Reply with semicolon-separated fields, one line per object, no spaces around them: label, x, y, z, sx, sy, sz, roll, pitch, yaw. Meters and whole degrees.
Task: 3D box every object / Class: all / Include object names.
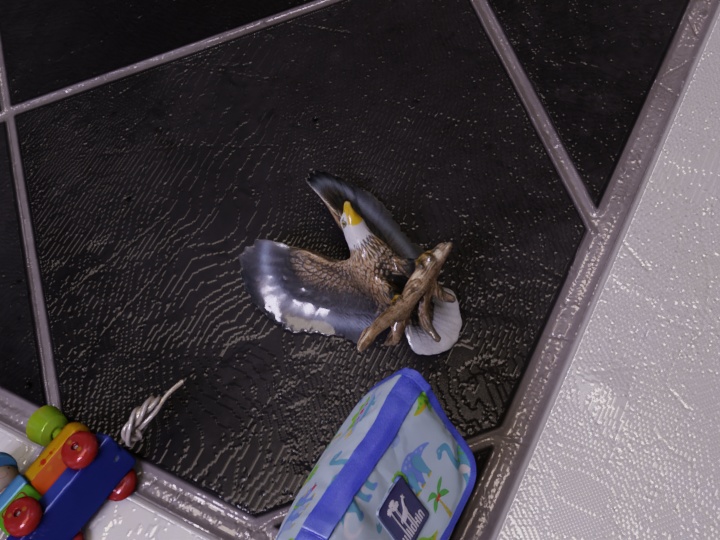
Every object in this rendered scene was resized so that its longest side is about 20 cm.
toy train;-0.259;0.157;0.880;0.115;0.085;0.201;26;68;35
lunch bag;0.003;0.190;0.730;0.126;0.201;0.171;21;55;20
eagle figurine;-0.001;-0.007;0.912;0.150;0.153;0.199;-4;15;-38
